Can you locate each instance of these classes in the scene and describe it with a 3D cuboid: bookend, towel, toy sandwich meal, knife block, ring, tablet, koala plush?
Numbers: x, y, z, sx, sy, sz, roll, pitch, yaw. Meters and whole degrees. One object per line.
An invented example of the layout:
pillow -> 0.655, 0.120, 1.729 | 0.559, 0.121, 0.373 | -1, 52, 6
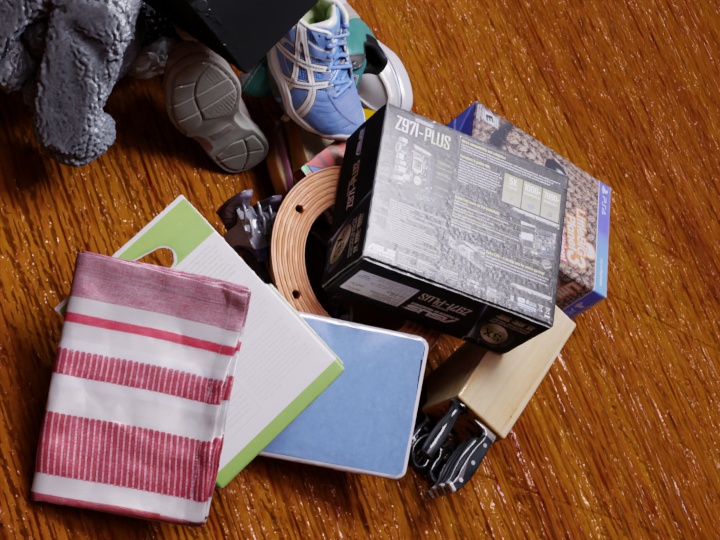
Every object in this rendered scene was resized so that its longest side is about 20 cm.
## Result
bookend -> -0.104, -0.301, 1.332 | 0.199, 0.200, 0.092 | 40, -7, 43
towel -> -0.174, 0.095, 1.224 | 0.144, 0.023, 0.200 | 12, 82, -11
toy sandwich meal -> -0.008, -0.103, 1.557 | 0.205, 0.070, 0.205 | 22, 51, -30
knife block -> 0.118, 0.121, 1.454 | 0.064, 0.200, 0.176 | 44, 14, -11
ring -> 0.000, 0.000, 1.426 | 0.200, 0.019, 0.201 | 13, 66, -31
tablet -> -0.044, 0.104, 1.353 | 0.200, 0.014, 0.130 | 12, 83, -13
koala plush -> -0.246, -0.210, 1.358 | 0.177, 0.184, 0.200 | 31, 14, 6

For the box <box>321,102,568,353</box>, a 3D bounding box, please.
box -> 0.080, -0.036, 1.416 | 0.200, 0.086, 0.164 | 19, 62, -21

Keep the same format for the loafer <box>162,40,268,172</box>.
loafer -> -0.142, -0.159, 1.427 | 0.063, 0.072, 0.200 | 64, 2, 27

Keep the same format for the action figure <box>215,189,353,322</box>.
action figure -> -0.074, 0.028, 1.417 | 0.130, 0.069, 0.200 | -6, 71, -49

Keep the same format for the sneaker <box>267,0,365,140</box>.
sneaker -> -0.044, -0.201, 1.412 | 0.076, 0.077, 0.200 | -52, 127, -31

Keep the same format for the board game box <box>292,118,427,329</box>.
board game box -> 0.028, -0.040, 1.484 | 0.200, 0.019, 0.103 | 54, 51, -7

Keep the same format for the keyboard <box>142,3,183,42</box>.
keyboard -> -0.153, -0.271, 1.561 | 0.200, 0.040, 0.104 | -20, 79, -48

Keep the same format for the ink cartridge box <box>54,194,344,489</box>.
ink cartridge box -> -0.136, 0.059, 1.288 | 0.148, 0.076, 0.200 | -43, 95, -13

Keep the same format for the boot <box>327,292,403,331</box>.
boot -> 0.049, 0.041, 1.532 | 0.200, 0.074, 0.076 | 8, 80, -35

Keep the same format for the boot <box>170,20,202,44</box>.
boot -> -0.128, -0.239, 1.476 | 0.200, 0.075, 0.107 | -84, 160, -59

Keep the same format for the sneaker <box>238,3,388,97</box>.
sneaker -> -0.040, -0.202, 1.507 | 0.080, 0.071, 0.200 | 45, 40, 8

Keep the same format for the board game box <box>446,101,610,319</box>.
board game box -> 0.163, -0.055, 1.659 | 0.200, 0.097, 0.160 | 29, 48, -24

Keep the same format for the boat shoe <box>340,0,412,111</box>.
boat shoe -> -0.025, -0.234, 1.630 | 0.200, 0.074, 0.065 | 50, 35, 12
